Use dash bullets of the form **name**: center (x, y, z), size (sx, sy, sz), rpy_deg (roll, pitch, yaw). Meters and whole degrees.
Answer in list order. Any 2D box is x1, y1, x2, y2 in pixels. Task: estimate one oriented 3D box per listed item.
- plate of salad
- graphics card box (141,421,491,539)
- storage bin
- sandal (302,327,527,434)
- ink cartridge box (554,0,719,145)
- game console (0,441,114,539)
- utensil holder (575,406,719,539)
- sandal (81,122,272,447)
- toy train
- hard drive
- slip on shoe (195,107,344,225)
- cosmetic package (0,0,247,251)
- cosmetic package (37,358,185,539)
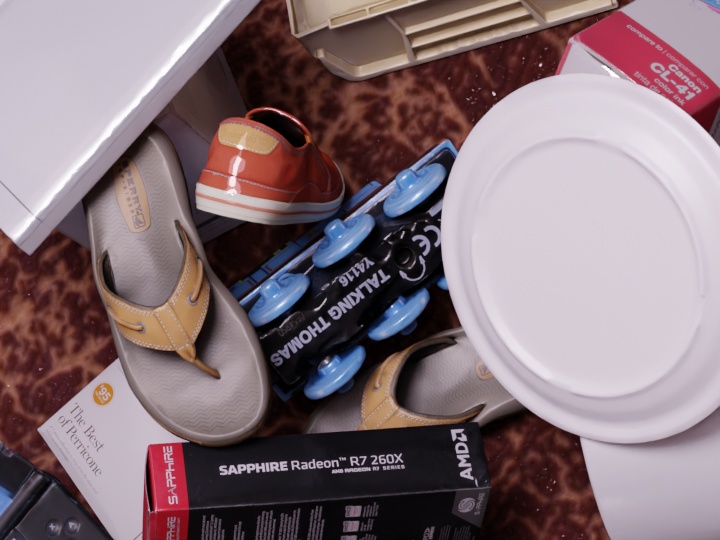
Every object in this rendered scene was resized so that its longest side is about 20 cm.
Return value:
- **plate of salad**: center (0.131, -0.007, 1.220), size (0.199, 0.048, 0.202), rpy_deg (12, 111, 35)
- **graphics card box**: center (-0.029, 0.147, 1.341), size (0.198, 0.126, 0.051), rpy_deg (-3, 52, -8)
- **storage bin**: center (0.044, -0.249, 1.480), size (0.197, 0.094, 0.202), rpy_deg (-15, 72, 14)
- **sandal**: center (0.044, 0.080, 1.405), size (0.199, 0.055, 0.082), rpy_deg (-26, 70, 9)
- **ink cartridge box**: center (0.185, -0.091, 1.315), size (0.086, 0.148, 0.199), rpy_deg (41, 48, 22)
- **game console**: center (-0.261, 0.209, 1.405), size (0.172, 0.119, 0.200), rpy_deg (41, 93, 31)
- **utensil holder**: center (0.233, 0.070, 1.299), size (0.198, 0.170, 0.172), rpy_deg (-12, 73, 16)
- **sandal**: center (-0.111, 0.005, 1.292), size (0.081, 0.055, 0.202), rpy_deg (-18, 83, 5)
- **toy train**: center (0.000, 0.000, 1.414), size (0.200, 0.114, 0.087), rpy_deg (-39, 105, -4)
- **hard drive**: center (-0.162, -0.122, 1.317), size (0.200, 0.027, 0.132), rpy_deg (-48, 56, -1)
- **slip on shoe**: center (-0.049, -0.065, 1.364), size (0.073, 0.200, 0.062), rpy_deg (13, 97, 11)
- **cosmetic package**: center (-0.166, -0.128, 1.455), size (0.122, 0.200, 0.201), rpy_deg (-26, 69, 9)
- **cosmetic package**: center (-0.115, 0.153, 1.446), size (0.082, 0.051, 0.200), rpy_deg (-40, 68, 3)
